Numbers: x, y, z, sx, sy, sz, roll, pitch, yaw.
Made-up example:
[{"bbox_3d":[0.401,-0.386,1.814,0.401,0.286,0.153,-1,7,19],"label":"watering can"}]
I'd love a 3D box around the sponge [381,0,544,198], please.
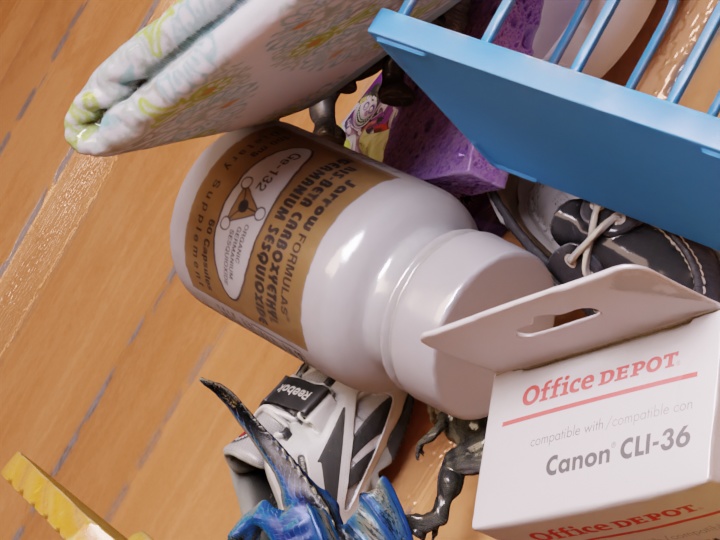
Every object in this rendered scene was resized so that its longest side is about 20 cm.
[{"bbox_3d":[0.064,-0.138,0.906,0.112,0.030,0.200,-10,64,66],"label":"sponge"}]

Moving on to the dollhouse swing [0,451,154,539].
[{"bbox_3d":[-0.141,0.228,0.907,0.200,0.176,0.182,22,85,59],"label":"dollhouse swing"}]

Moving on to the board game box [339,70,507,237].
[{"bbox_3d":[0.043,-0.071,1.017,0.120,0.032,0.200,-47,32,16],"label":"board game box"}]

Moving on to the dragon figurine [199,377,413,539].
[{"bbox_3d":[-0.012,0.138,0.813,0.099,0.059,0.200,-16,90,48],"label":"dragon figurine"}]

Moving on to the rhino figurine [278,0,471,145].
[{"bbox_3d":[0.007,-0.137,0.923,0.200,0.060,0.088,-24,55,52],"label":"rhino figurine"}]

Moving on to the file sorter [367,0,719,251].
[{"bbox_3d":[0.136,-0.096,0.717,0.200,0.139,0.123,25,82,35],"label":"file sorter"}]

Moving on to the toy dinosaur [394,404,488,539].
[{"bbox_3d":[0.068,0.106,0.818,0.088,0.047,0.200,-57,33,-5],"label":"toy dinosaur"}]

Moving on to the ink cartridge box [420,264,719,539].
[{"bbox_3d":[0.123,0.076,0.596,0.116,0.200,0.068,-24,47,48],"label":"ink cartridge box"}]

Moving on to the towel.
[{"bbox_3d":[-0.029,-0.125,0.799,0.200,0.171,0.048,-33,82,32],"label":"towel"}]

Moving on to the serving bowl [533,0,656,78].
[{"bbox_3d":[0.120,-0.176,0.928,0.200,0.066,0.200,-47,33,44],"label":"serving bowl"}]

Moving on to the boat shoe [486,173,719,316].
[{"bbox_3d":[0.119,-0.019,0.821,0.074,0.060,0.200,-54,31,15],"label":"boat shoe"}]

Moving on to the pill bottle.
[{"bbox_3d":[0.000,0.000,0.864,0.200,0.114,0.115,26,88,42],"label":"pill bottle"}]

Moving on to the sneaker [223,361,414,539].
[{"bbox_3d":[-0.028,0.090,0.916,0.074,0.088,0.200,-14,58,55],"label":"sneaker"}]
